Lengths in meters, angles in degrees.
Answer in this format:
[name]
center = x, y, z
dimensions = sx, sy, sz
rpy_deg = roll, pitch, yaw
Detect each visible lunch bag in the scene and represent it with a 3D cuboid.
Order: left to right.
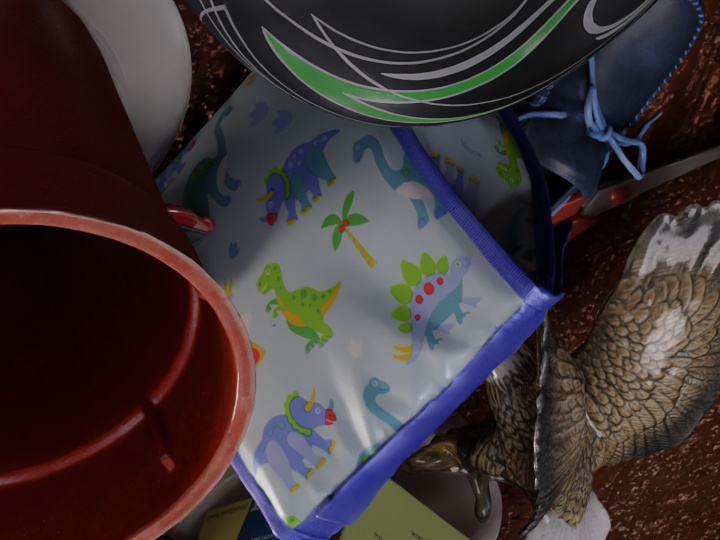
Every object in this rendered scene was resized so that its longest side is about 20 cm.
[lunch bag]
center = 0.000, 0.000, 0.871
dimensions = 0.127, 0.200, 0.170
rpy_deg = 24, 120, -34

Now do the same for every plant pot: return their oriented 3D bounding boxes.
[plant pot]
center = -0.158, -0.008, 0.779
dimensions = 0.200, 0.196, 0.201
rpy_deg = -10, 133, -10

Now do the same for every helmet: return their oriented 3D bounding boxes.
[helmet]
center = 0.017, -0.149, 0.749
dimensions = 0.190, 0.201, 0.200
rpy_deg = -21, 136, 12

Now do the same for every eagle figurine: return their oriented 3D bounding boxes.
[eagle figurine]
center = 0.102, 0.063, 0.967
dimensions = 0.150, 0.152, 0.200
rpy_deg = 22, 150, -21

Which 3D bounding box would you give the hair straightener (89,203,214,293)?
[hair straightener]
center = -0.141, 0.033, 0.900
dimensions = 0.199, 0.077, 0.041
rpy_deg = -20, 153, 40

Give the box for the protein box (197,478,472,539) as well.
[protein box]
center = 0.000, 0.244, 0.995
dimensions = 0.198, 0.201, 0.135
rpy_deg = 39, 141, -26

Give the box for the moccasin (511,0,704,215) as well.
[moccasin]
center = 0.097, -0.057, 0.939
dimensions = 0.080, 0.068, 0.200
rpy_deg = 27, 114, -31

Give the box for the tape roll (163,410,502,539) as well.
[tape roll]
center = -0.018, 0.148, 1.118
dimensions = 0.202, 0.037, 0.203
rpy_deg = -10, 135, -11

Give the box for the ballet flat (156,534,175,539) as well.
[ballet flat]
center = -0.078, 0.230, 1.066
dimensions = 0.057, 0.201, 0.066
rpy_deg = -28, -176, 45

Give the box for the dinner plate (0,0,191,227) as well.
[dinner plate]
center = -0.172, -0.074, 0.867
dimensions = 0.199, 0.024, 0.201
rpy_deg = -11, 134, -11

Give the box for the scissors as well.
[scissors]
center = 0.120, -0.039, 1.007
dimensions = 0.199, 0.014, 0.073
rpy_deg = -31, 132, 13
